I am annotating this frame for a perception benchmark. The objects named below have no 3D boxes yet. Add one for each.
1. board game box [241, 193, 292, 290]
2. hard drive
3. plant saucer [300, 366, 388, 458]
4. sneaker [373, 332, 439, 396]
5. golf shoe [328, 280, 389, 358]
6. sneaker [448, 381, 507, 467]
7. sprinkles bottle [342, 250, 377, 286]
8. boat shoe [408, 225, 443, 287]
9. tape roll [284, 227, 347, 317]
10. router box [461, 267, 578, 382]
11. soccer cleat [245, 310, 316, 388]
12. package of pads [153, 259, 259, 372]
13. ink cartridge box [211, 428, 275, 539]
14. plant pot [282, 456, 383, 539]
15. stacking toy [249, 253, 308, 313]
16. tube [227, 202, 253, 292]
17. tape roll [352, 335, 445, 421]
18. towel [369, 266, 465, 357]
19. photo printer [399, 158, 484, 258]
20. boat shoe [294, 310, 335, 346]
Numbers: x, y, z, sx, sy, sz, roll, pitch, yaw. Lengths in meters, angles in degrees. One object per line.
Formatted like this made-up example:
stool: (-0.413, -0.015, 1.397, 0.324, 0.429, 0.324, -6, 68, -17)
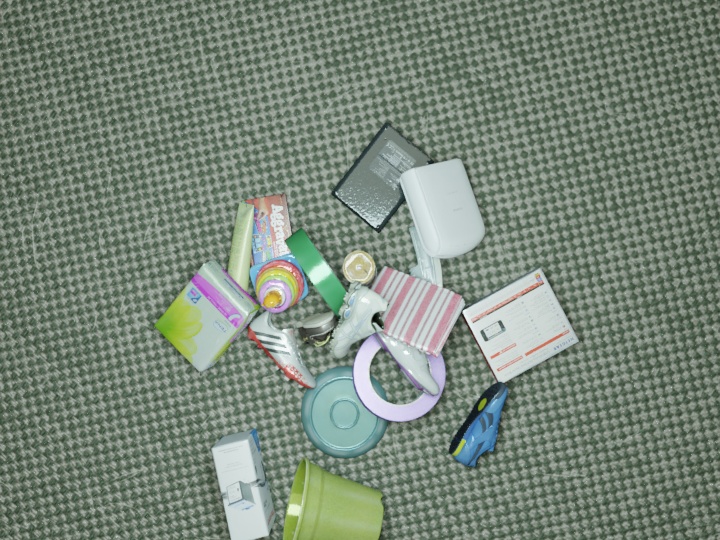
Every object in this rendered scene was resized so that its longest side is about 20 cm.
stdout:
board game box: (-0.200, -0.062, 1.747, 0.101, 0.019, 0.204, -9, 88, 0)
hard drive: (0.048, -0.204, 1.739, 0.139, 0.033, 0.201, 38, 89, 2)
plant saucer: (-0.034, 0.313, 1.726, 0.196, 0.027, 0.204, 0, 88, 0)
sneaker: (0.111, 0.166, 1.632, 0.099, 0.075, 0.201, -36, 82, -9)
golf shoe: (-0.003, 0.117, 1.573, 0.096, 0.202, 0.079, 22, 44, 3)
sneaker: (0.271, 0.333, 1.692, 0.078, 0.066, 0.202, 29, 102, -5)
sprinkles bottle: (0.000, 0.000, 1.648, 0.067, 0.200, 0.070, 0, 87, 2)
boat shoe: (0.141, -0.003, 1.717, 0.070, 0.070, 0.204, -8, 82, 6)
tape roll: (-0.084, 0.005, 1.650, 0.048, 0.200, 0.202, -35, 88, 0)
router box: (0.344, 0.121, 1.713, 0.198, 0.049, 0.181, -28, 88, 0)
soccer cleat: (-0.161, 0.174, 1.715, 0.200, 0.069, 0.085, 43, 94, 7)
package of pads: (-0.328, 0.102, 1.694, 0.154, 0.068, 0.200, 44, 110, 3)
ink cartridge box: (-0.246, 0.454, 1.666, 0.084, 0.146, 0.203, -14, 88, -1)
plant pot: (-0.054, 0.514, 1.651, 0.181, 0.200, 0.204, 15, 88, -9)
stacking toy: (-0.175, 0.045, 1.634, 0.114, 0.200, 0.111, -19, 102, 3)
tube: (-0.260, -0.046, 1.719, 0.057, 0.052, 0.204, 8, 95, 15)
tape roll: (0.081, 0.223, 1.691, 0.196, 0.066, 0.204, 1, 78, -3)
towel: (0.101, 0.084, 1.622, 0.198, 0.030, 0.147, 21, 63, 21)
photo printer: (0.181, -0.129, 1.679, 0.165, 0.069, 0.203, -16, 87, -41)
boat shoe: (-0.090, 0.126, 1.651, 0.071, 0.200, 0.060, -22, 92, -18)
